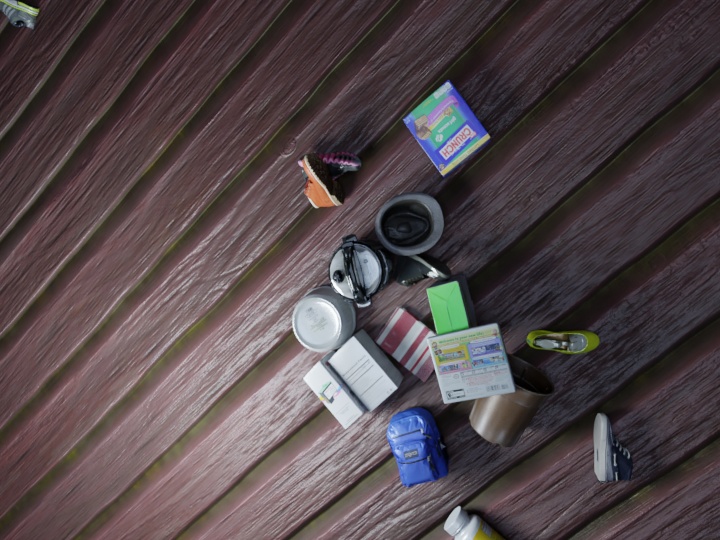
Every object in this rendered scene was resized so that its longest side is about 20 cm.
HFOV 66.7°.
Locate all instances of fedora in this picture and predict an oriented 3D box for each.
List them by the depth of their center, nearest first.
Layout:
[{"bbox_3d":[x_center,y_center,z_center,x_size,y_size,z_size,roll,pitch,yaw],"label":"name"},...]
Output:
[{"bbox_3d":[0.141,-0.130,1.595,0.196,0.090,0.180,-17,84,2],"label":"fedora"}]

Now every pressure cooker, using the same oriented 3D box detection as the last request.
[{"bbox_3d":[-0.002,0.002,1.597,0.174,0.200,0.180,34,102,9],"label":"pressure cooker"}]

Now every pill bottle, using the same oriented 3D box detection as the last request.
[{"bbox_3d":[0.351,0.807,1.632,0.199,0.111,0.112,39,104,8],"label":"pill bottle"}]

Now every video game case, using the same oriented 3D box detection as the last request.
[{"bbox_3d":[0.292,0.246,1.447,0.197,0.022,0.186,-15,91,24],"label":"video game case"}]

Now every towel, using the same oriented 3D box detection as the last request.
[{"bbox_3d":[0.158,0.223,1.671,0.199,0.023,0.145,38,105,10],"label":"towel"}]

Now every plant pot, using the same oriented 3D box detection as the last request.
[{"bbox_3d":[0.410,0.368,1.540,0.197,0.200,0.201,25,109,11],"label":"plant pot"}]

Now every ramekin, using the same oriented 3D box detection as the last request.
[{"bbox_3d":[-0.119,0.156,1.692,0.196,0.105,0.205,2,96,15],"label":"ramekin"}]

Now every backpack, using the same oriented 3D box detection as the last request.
[{"bbox_3d":[0.169,0.519,1.625,0.160,0.168,0.204,-18,87,9],"label":"backpack"}]

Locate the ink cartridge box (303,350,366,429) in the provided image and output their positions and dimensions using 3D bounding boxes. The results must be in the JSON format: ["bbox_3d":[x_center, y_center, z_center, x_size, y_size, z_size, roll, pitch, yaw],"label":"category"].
[{"bbox_3d":[-0.065,0.360,1.677,0.084,0.145,0.201,-43,85,14],"label":"ink cartridge box"}]

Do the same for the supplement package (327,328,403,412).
[{"bbox_3d":[0.018,0.300,1.662,0.120,0.121,0.201,-43,84,14],"label":"supplement package"}]

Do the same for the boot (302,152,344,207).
[{"bbox_3d":[-0.136,-0.260,1.626,0.105,0.201,0.076,-8,49,25],"label":"boot"}]

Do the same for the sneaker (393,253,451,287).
[{"bbox_3d":[0.179,0.013,1.594,0.199,0.074,0.108,33,115,46],"label":"sneaker"}]

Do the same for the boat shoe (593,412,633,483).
[{"bbox_3d":[0.710,0.496,1.533,0.091,0.075,0.204,-2,103,8],"label":"boat shoe"}]

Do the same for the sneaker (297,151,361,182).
[{"bbox_3d":[-0.090,-0.305,1.665,0.196,0.079,0.097,2,120,14],"label":"sneaker"}]

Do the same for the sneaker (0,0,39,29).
[{"bbox_3d":[-1.206,-0.892,1.889,0.196,0.074,0.083,18,103,14],"label":"sneaker"}]

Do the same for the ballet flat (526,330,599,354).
[{"bbox_3d":[0.569,0.203,1.536,0.196,0.067,0.068,1,95,14],"label":"ballet flat"}]

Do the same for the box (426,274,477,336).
[{"bbox_3d":[0.269,0.125,1.550,0.095,0.176,0.204,-14,93,17],"label":"box"}]

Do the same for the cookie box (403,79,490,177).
[{"bbox_3d":[0.246,-0.399,1.555,0.170,0.075,0.201,-37,87,14],"label":"cookie box"}]
